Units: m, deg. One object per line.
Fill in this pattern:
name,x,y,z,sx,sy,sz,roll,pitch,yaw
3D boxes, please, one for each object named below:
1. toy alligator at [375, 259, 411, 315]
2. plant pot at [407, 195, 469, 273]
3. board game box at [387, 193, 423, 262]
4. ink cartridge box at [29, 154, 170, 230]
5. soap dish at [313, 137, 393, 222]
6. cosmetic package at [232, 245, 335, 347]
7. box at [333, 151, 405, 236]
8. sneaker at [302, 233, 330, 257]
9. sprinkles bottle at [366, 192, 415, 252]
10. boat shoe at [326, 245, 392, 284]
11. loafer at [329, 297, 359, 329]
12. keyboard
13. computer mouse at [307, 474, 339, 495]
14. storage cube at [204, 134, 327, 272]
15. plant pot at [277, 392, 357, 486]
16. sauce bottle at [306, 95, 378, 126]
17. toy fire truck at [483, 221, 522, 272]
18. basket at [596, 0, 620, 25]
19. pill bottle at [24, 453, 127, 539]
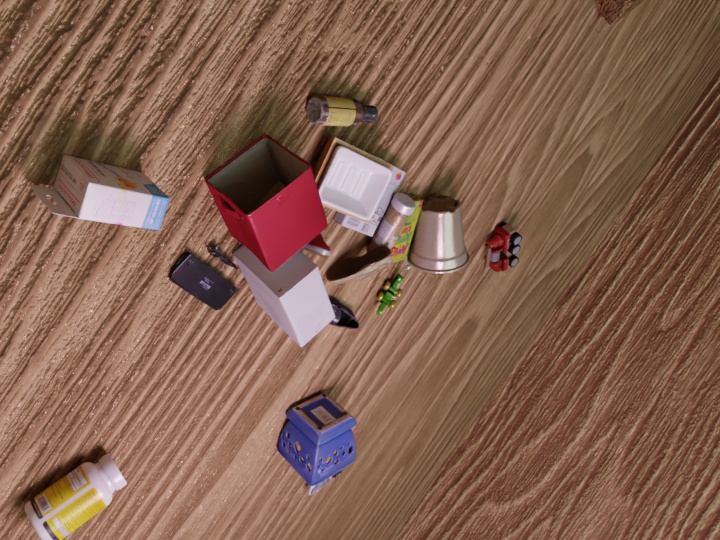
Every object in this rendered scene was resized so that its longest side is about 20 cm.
toy alligator,0.107,0.052,1.991,0.203,0.059,0.054,-59,-172,4
plant pot,0.240,-0.122,1.903,0.198,0.198,0.188,-25,125,-35
board game box,0.114,-0.123,1.848,0.100,0.047,0.204,-15,129,-44
ink cartridge box,-0.451,-0.137,1.079,0.198,0.114,0.069,6,115,-53
soap dish,-0.030,-0.224,1.522,0.197,0.081,0.160,17,106,-39
cosmetic package,-0.180,0.036,1.487,0.122,0.198,0.202,-40,144,-18
box,0.026,-0.203,1.678,0.155,0.041,0.203,13,109,-55
sneaker,-0.117,-0.107,1.452,0.070,0.199,0.115,24,94,-42
sprinkles bottle,0.084,-0.121,1.759,0.067,0.068,0.202,-11,140,-45
boat shoe,0.000,0.000,1.746,0.195,0.072,0.065,-20,137,-2
loafer,-0.067,0.131,1.830,0.073,0.063,0.199,-58,146,6
keyboard,-0.344,0.010,1.425,0.127,0.021,0.200,-46,147,-3
computer mouse,-0.135,0.765,2.315,0.198,0.044,0.112,-19,137,-49
storage cube,-0.196,-0.145,1.337,0.199,0.170,0.182,-40,144,-20
plant pot,-0.132,0.523,1.976,0.197,0.198,0.184,-15,125,-42
sauce bottle,-0.037,-0.367,1.437,0.197,0.064,0.066,-9,126,-46
toy fire truck,0.513,-0.056,2.349,0.197,0.129,0.179,-26,139,-18
basket,0.868,-0.937,2.064,0.199,0.150,0.143,-39,176,-22
pill bottle,-0.642,0.514,1.408,0.198,0.112,0.114,-33,141,-27
